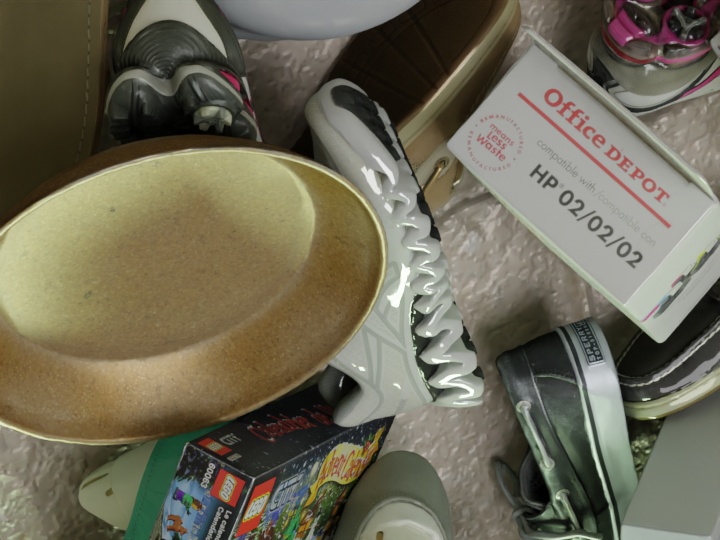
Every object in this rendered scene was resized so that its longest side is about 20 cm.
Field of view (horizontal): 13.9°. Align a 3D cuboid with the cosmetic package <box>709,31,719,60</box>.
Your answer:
[{"bbox_3d":[0.260,-0.085,1.456,0.071,0.105,0.200,-41,158,21],"label":"cosmetic package"}]

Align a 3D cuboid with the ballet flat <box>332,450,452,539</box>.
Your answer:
[{"bbox_3d":[0.011,0.170,1.425,0.067,0.064,0.201,32,59,-16],"label":"ballet flat"}]

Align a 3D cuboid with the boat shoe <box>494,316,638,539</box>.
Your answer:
[{"bbox_3d":[0.109,0.113,1.543,0.068,0.074,0.200,-18,136,-4],"label":"boat shoe"}]

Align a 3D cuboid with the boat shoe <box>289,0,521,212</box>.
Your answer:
[{"bbox_3d":[0.014,-0.059,1.413,0.064,0.071,0.200,28,109,-40],"label":"boat shoe"}]

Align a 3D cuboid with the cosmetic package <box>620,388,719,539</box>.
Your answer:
[{"bbox_3d":[0.178,0.146,1.538,0.051,0.200,0.152,5,119,17],"label":"cosmetic package"}]

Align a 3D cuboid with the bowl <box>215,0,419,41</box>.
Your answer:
[{"bbox_3d":[-0.011,-0.184,1.319,0.200,0.090,0.202,-13,119,-24],"label":"bowl"}]

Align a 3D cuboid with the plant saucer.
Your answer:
[{"bbox_3d":[-0.088,0.002,1.288,0.199,0.036,0.201,-13,143,-10],"label":"plant saucer"}]

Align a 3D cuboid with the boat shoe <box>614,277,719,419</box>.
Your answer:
[{"bbox_3d":[0.197,-0.006,1.539,0.201,0.072,0.066,-41,117,-15],"label":"boat shoe"}]

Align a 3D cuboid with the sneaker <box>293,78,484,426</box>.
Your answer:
[{"bbox_3d":[0.000,0.000,1.360,0.081,0.075,0.201,-18,132,-1],"label":"sneaker"}]

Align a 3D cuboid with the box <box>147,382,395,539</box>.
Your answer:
[{"bbox_3d":[-0.054,0.132,1.413,0.137,0.038,0.200,-67,165,15],"label":"box"}]

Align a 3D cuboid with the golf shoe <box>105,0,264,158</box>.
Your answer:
[{"bbox_3d":[-0.073,-0.065,1.335,0.077,0.089,0.200,-2,154,-2],"label":"golf shoe"}]

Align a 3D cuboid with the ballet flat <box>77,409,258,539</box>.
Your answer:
[{"bbox_3d":[-0.112,0.136,1.439,0.070,0.067,0.201,22,107,4],"label":"ballet flat"}]

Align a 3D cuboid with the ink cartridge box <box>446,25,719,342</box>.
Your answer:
[{"bbox_3d":[0.110,-0.037,1.383,0.068,0.115,0.200,-49,166,2],"label":"ink cartridge box"}]

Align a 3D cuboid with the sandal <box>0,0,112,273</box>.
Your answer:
[{"bbox_3d":[-0.132,-0.104,1.307,0.070,0.077,0.213,-12,111,-68],"label":"sandal"}]

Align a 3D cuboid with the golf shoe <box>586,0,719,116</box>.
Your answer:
[{"bbox_3d":[0.193,-0.141,1.478,0.199,0.073,0.092,-27,157,-21],"label":"golf shoe"}]
